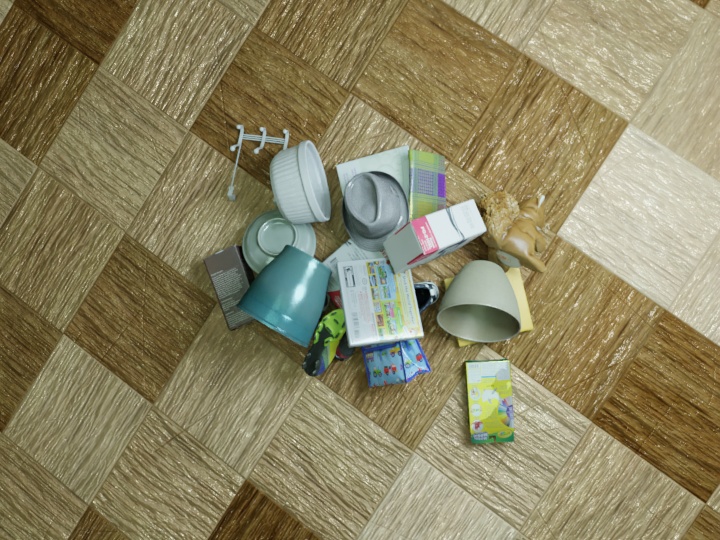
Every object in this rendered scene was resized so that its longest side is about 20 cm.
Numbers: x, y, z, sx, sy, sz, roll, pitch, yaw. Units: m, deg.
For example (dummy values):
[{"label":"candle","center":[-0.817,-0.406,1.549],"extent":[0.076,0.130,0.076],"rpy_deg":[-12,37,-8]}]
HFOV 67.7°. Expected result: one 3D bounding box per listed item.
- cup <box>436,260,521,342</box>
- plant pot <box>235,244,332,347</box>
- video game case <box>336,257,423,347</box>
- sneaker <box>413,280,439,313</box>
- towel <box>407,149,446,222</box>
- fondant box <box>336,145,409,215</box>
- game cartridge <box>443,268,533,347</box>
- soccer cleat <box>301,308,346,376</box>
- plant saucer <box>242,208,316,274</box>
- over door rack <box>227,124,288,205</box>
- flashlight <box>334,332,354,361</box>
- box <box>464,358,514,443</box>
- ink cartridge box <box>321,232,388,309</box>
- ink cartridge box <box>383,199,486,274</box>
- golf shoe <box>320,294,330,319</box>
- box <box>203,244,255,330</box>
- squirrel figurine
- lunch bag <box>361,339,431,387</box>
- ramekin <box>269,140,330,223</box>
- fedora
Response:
[{"label":"cup","center":[0.288,0.064,1.289],"extent":[0.195,0.202,0.146],"rpy_deg":[10,60,6]},{"label":"plant pot","center":[-0.167,0.051,1.284],"extent":[0.197,0.200,0.191],"rpy_deg":[28,83,6]},{"label":"video game case","center":[0.044,0.069,1.254],"extent":[0.177,0.023,0.205],"rpy_deg":[-5,69,-13]},{"label":"sneaker","center":[0.104,0.079,1.350],"extent":[0.194,0.130,0.082],"rpy_deg":[-11,87,6]},{"label":"towel","center":[0.167,-0.196,1.361],"extent":[0.022,0.141,0.206],"rpy_deg":[0,90,47]},{"label":"fondant box","center":[0.048,-0.225,1.400],"extent":[0.195,0.058,0.148],"rpy_deg":[-14,88,6]},{"label":"game cartridge","center":[0.327,0.086,1.379],"extent":[0.195,0.032,0.181],"rpy_deg":[-13,87,3]},{"label":"soccer cleat","center":[-0.078,0.170,1.308],"extent":[0.064,0.083,0.203],"rpy_deg":[37,113,19]},{"label":"plant saucer","center":[-0.213,-0.079,1.394],"extent":[0.194,0.050,0.205],"rpy_deg":[1,67,-2]},{"label":"over door rack","center":[-0.274,-0.283,1.432],"extent":[0.144,0.067,0.206],"rpy_deg":[8,89,7]},{"label":"flashlight","center":[-0.014,0.173,1.330],"extent":[0.066,0.199,0.069],"rpy_deg":[-12,77,-33]},{"label":"box","center":[0.328,0.332,1.363],"extent":[0.114,0.048,0.206],"rpy_deg":[-3,86,6]},{"label":"ink cartridge box","center":[0.000,0.000,1.376],"extent":[0.199,0.084,0.145],"rpy_deg":[-40,74,5]},{"label":"ink cartridge box","center":[0.174,-0.079,1.258],"extent":[0.197,0.144,0.086],"rpy_deg":[-21,82,-29]},{"label":"golf shoe","center":[-0.169,0.047,1.414],"extent":[0.198,0.078,0.096],"rpy_deg":[35,85,-3]},{"label":"box","center":[-0.331,0.046,1.427],"extent":[0.098,0.075,0.204],"rpy_deg":[-21,88,5]},{"label":"squirrel figurine","center":[0.377,-0.116,1.304],"extent":[0.199,0.141,0.189],"rpy_deg":[39,69,-18]},{"label":"lunch bag","center":[0.070,0.173,1.334],"extent":[0.093,0.149,0.205],"rpy_deg":[-14,85,-39]},{"label":"ramekin","center":[-0.152,-0.215,1.353],"extent":[0.102,0.200,0.206],"rpy_deg":[-12,87,9]},{"label":"fedora","center":[0.024,-0.157,1.304],"extent":[0.173,0.090,0.205],"rpy_deg":[-20,73,17]}]
